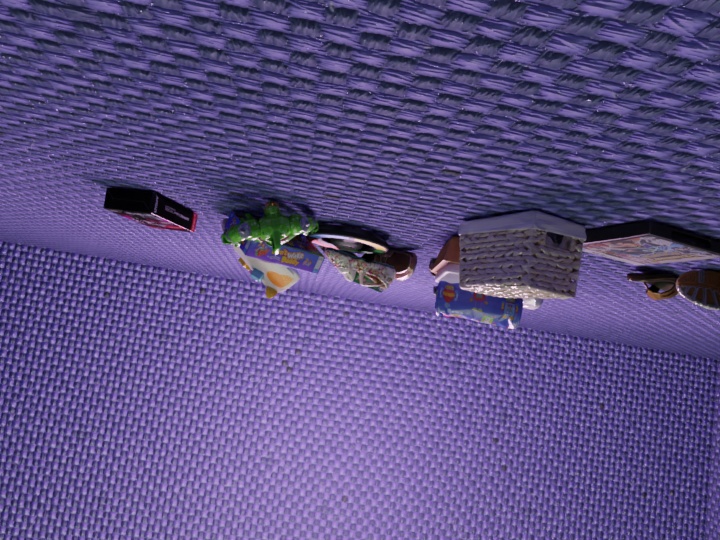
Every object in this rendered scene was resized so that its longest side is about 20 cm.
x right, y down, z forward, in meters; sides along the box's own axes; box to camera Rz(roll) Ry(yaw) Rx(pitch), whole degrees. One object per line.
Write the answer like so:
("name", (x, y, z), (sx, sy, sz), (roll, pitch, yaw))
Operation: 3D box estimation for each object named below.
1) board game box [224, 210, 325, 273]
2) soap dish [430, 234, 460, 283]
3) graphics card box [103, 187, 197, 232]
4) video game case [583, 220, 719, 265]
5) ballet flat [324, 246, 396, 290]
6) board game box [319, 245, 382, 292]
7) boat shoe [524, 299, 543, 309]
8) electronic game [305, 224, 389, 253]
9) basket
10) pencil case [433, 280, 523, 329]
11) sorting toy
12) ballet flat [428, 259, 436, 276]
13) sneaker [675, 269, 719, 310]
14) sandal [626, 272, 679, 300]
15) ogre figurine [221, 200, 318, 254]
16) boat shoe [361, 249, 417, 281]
("board game box", (-0.192, -0.062, 1.505), (0.197, 0.046, 0.134), (15, -160, -40))
("soap dish", (0.240, -0.014, 1.435), (0.153, 0.084, 0.200), (9, 173, 0))
("graphics card box", (-0.470, -0.134, 1.507), (0.122, 0.052, 0.200), (7, 172, 14))
("video game case", (0.480, -0.043, 1.133), (0.176, 0.026, 0.199), (12, 172, -22))
("ballet flat", (0.000, 0.000, 1.570), (0.196, 0.066, 0.075), (17, 175, -27))
("board game box", (-0.017, -0.010, 1.725), (0.135, 0.029, 0.199), (46, -171, 23))
("boat shoe", (0.437, 0.073, 1.960), (0.197, 0.073, 0.068), (11, 156, 47))
("electronic game", (-0.031, -0.067, 1.522), (0.194, 0.043, 0.200), (8, 173, 1))
("basket", (0.274, -0.021, 1.161), (0.133, 0.127, 0.198), (11, 172, -30))
("pencil case", (0.252, 0.075, 1.450), (0.194, 0.080, 0.088), (9, 144, 4))
("sorting toy", (-0.251, -0.046, 1.567), (0.180, 0.107, 0.201), (42, -172, -31))
("ballet flat", (0.253, 0.001, 1.675), (0.196, 0.048, 0.067), (3, 172, 40))
("sneaker", (0.726, 0.048, 1.330), (0.194, 0.078, 0.088), (8, 173, 10))
("sandal", (0.652, 0.040, 1.446), (0.197, 0.056, 0.081), (15, 171, -39))
("ogre figurine", (-0.175, -0.083, 1.340), (0.195, 0.101, 0.120), (13, 175, -15))
("boat shoe", (0.067, -0.017, 1.672), (0.070, 0.078, 0.198), (15, 169, -31))
